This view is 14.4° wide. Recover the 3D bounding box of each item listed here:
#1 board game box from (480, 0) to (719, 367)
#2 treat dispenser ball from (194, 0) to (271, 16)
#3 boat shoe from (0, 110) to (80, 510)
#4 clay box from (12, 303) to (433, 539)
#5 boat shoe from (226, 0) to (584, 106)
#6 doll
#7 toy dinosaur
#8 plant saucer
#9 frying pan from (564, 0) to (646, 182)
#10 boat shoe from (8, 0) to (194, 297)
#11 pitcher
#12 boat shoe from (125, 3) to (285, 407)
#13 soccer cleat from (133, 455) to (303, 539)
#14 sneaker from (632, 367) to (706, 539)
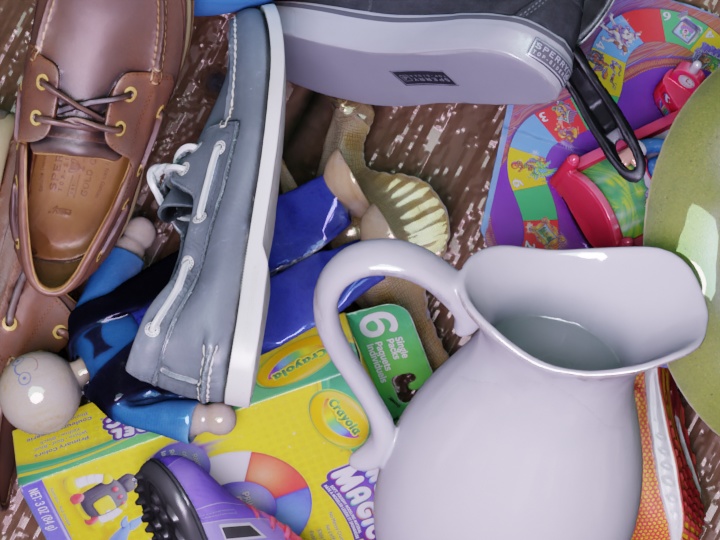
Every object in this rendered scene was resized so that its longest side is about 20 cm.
[{"bbox_3d":[0.147,-0.054,1.355,0.158,0.039,0.200,18,62,-7],"label":"board game box"},{"bbox_3d":[-0.078,-0.220,1.337,0.201,0.201,0.201,0,89,3],"label":"treat dispenser ball"},{"bbox_3d":[-0.167,0.023,1.395,0.067,0.072,0.200,7,87,4],"label":"boat shoe"},{"bbox_3d":[-0.054,0.097,1.377,0.200,0.048,0.115,-19,128,4],"label":"clay box"},{"bbox_3d":[0.024,-0.116,1.353,0.200,0.069,0.057,8,67,40],"label":"boat shoe"},{"bbox_3d":[-0.081,0.019,1.345,0.200,0.048,0.137,-30,53,-3],"label":"doll"},{"bbox_3d":[0.000,0.000,1.400,0.101,0.058,0.200,-21,88,1],"label":"toy dinosaur"},{"bbox_3d":[0.216,-0.009,1.340,0.200,0.031,0.200,2,87,-38],"label":"plant saucer"},{"bbox_3d":[0.077,-0.112,1.364,0.115,0.031,0.190,-19,53,28],"label":"frying pan"},{"bbox_3d":[-0.120,-0.075,1.287,0.072,0.068,0.200,12,124,-4],"label":"boat shoe"},{"bbox_3d":[0.051,0.073,1.297,0.171,0.121,0.200,14,132,-1],"label":"pitcher"},{"bbox_3d":[-0.068,-0.035,1.295,0.062,0.073,0.200,5,66,0],"label":"boat shoe"},{"bbox_3d":[-0.045,0.147,1.354,0.073,0.068,0.200,-35,130,-10],"label":"soccer cleat"},{"bbox_3d":[0.117,0.046,1.387,0.077,0.073,0.200,-7,84,17],"label":"sneaker"}]
